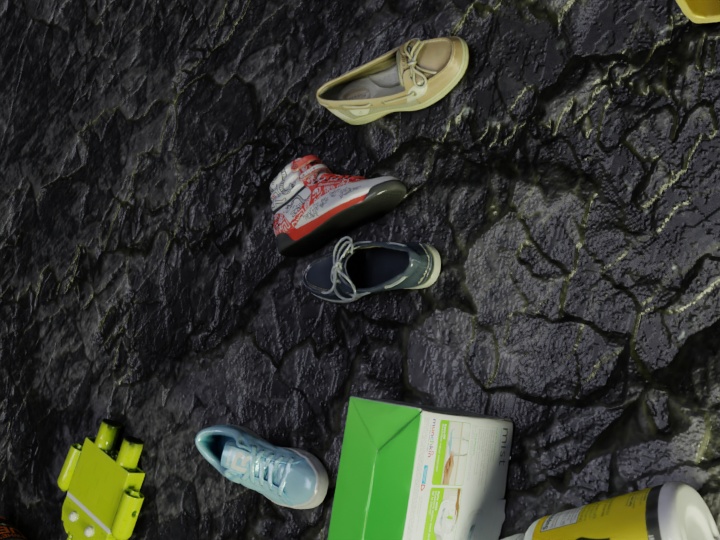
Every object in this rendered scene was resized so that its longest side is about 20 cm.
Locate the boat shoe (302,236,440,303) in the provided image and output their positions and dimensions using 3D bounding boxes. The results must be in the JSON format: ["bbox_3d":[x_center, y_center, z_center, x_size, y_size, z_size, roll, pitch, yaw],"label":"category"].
[{"bbox_3d":[0.000,0.000,1.125,0.198,0.061,0.076,-1,82,40],"label":"boat shoe"}]

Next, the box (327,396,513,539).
[{"bbox_3d":[0.062,0.237,0.948,0.096,0.175,0.204,5,84,39],"label":"box"}]

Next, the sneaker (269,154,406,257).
[{"bbox_3d":[-0.037,-0.103,1.175,0.200,0.067,0.110,-27,67,35],"label":"sneaker"}]

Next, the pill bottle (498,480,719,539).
[{"bbox_3d":[0.217,0.270,0.856,0.198,0.114,0.116,-27,64,33],"label":"pill bottle"}]

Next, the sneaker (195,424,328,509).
[{"bbox_3d":[-0.130,0.243,1.167,0.198,0.081,0.075,11,88,40],"label":"sneaker"}]

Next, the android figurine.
[{"bbox_3d":[-0.380,0.327,1.384,0.181,0.041,0.203,26,95,40],"label":"android figurine"}]

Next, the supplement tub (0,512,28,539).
[{"bbox_3d":[-0.558,0.454,1.448,0.198,0.122,0.124,23,95,39],"label":"supplement tub"}]

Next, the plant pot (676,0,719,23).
[{"bbox_3d":[0.368,-0.364,0.826,0.193,0.193,0.203,4,74,40],"label":"plant pot"}]

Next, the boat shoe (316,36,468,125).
[{"bbox_3d":[0.038,-0.232,1.143,0.199,0.063,0.074,-12,73,37],"label":"boat shoe"}]
